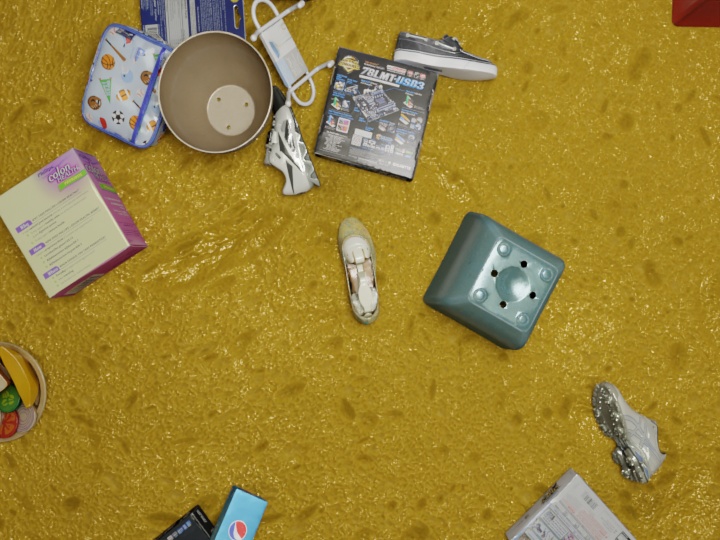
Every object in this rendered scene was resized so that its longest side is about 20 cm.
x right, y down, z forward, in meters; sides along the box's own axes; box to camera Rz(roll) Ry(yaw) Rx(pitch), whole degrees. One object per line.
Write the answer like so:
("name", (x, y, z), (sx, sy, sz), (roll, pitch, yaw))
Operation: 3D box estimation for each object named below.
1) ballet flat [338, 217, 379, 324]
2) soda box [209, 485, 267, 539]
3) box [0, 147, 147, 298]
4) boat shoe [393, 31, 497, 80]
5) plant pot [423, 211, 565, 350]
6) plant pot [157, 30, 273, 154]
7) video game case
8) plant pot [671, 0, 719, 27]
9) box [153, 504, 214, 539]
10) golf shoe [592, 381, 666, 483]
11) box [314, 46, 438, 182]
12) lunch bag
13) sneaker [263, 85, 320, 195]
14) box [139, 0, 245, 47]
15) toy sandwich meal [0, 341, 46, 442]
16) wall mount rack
("ballet flat", (0.000, 0.000, 1.132), (0.069, 0.071, 0.206), (-9, 91, 0))
("soda box", (-0.242, 0.506, 1.105), (0.067, 0.064, 0.204), (26, 71, -11))
("box", (-0.527, -0.084, 1.115), (0.174, 0.097, 0.203), (-32, 92, 1))
("boat shoe", (0.160, -0.402, 1.127), (0.195, 0.072, 0.070), (12, 92, 7))
("plant pot", (0.245, 0.022, 1.067), (0.193, 0.200, 0.200), (28, 91, -1))
("plant pot", (-0.245, -0.304, 1.092), (0.194, 0.134, 0.206), (0, 92, 0))
("video game case", (0.406, 0.515, 1.151), (0.181, 0.045, 0.200), (-43, 91, -1))
("plant pot", (0.692, -0.564, 1.069), (0.194, 0.176, 0.206), (1, 91, 0))
("box", (-0.343, 0.575, 1.152), (0.198, 0.044, 0.162), (-37, 91, 0))
("golf shoe", (0.508, 0.290, 1.145), (0.096, 0.078, 0.204), (-26, 97, -17))
("box", (0.029, -0.290, 1.136), (0.195, 0.050, 0.204), (14, 90, 0))
("lunch bag", (-0.406, -0.335, 1.106), (0.157, 0.076, 0.204), (25, 104, -3))
("sneaker", (-0.147, -0.237, 1.124), (0.087, 0.074, 0.205), (-20, 91, -2))
("box", (-0.311, -0.463, 1.140), (0.194, 0.032, 0.125), (-3, 91, 3))
("toy sandwich meal", (-0.688, 0.224, 1.132), (0.199, 0.070, 0.211), (0, 91, 0))
("wall mount rack", (-0.130, -0.378, 1.068), (0.175, 0.073, 0.202), (-52, 124, -37))
